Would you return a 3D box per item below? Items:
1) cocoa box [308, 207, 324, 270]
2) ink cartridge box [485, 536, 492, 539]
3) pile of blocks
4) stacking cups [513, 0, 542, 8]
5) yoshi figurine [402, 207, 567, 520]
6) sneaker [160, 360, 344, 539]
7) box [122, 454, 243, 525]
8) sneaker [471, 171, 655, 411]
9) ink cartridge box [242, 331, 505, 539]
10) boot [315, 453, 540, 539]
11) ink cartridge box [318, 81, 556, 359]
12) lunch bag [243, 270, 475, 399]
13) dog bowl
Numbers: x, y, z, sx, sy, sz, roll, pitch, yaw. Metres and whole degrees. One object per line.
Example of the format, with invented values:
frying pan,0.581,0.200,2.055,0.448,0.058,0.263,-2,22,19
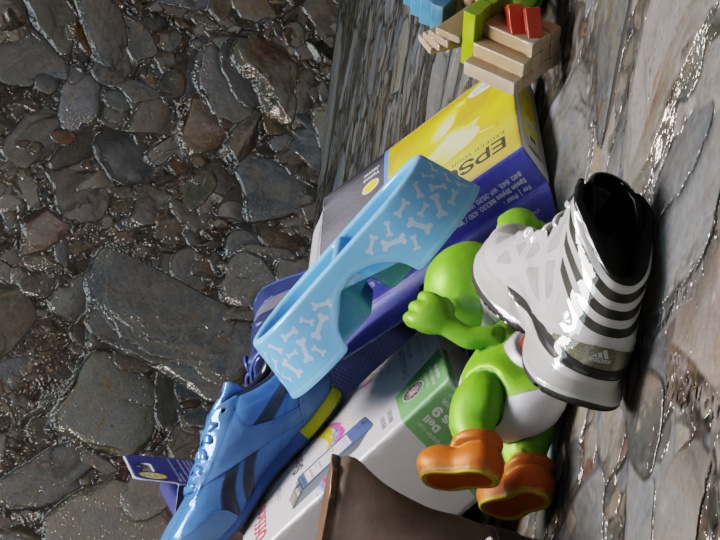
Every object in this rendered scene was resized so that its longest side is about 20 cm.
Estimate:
cocoa box,0.014,0.050,1.723,0.133,0.131,0.200,119,158,-73
ink cartridge box,0.069,0.252,1.107,0.200,0.067,0.117,114,170,-58
pile of blocks,0.077,-0.212,1.381,0.200,0.082,0.062,52,151,43
stacking cups,0.135,-0.252,1.408,0.200,0.060,0.061,120,159,-62
yoshi figurine,0.081,0.057,1.203,0.112,0.112,0.200,95,-176,-64
sneaker,-0.098,0.135,1.337,0.200,0.078,0.066,-51,15,-21
box,-0.088,0.178,1.455,0.121,0.200,0.032,-163,81,-78
sneaker,0.128,-0.011,1.070,0.201,0.076,0.115,-113,40,-64
ink cartridge box,0.012,0.148,1.316,0.200,0.088,0.145,-44,12,9
boot,0.045,0.171,1.149,0.200,0.146,0.070,98,-176,-70
ink cartridge box,0.052,-0.049,1.392,0.198,0.047,0.200,-34,23,19
lunch bag,0.000,0.069,1.479,0.132,0.200,0.136,-88,-18,-63
dog bowl,0.000,0.000,1.288,0.200,0.050,0.111,-47,7,10
